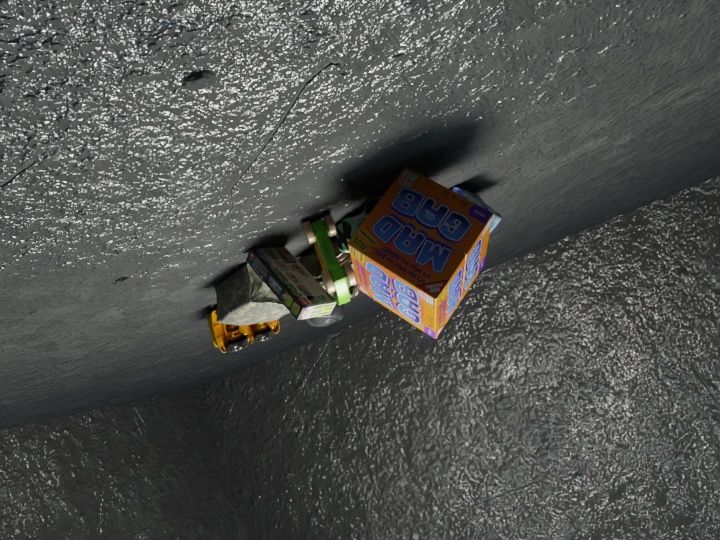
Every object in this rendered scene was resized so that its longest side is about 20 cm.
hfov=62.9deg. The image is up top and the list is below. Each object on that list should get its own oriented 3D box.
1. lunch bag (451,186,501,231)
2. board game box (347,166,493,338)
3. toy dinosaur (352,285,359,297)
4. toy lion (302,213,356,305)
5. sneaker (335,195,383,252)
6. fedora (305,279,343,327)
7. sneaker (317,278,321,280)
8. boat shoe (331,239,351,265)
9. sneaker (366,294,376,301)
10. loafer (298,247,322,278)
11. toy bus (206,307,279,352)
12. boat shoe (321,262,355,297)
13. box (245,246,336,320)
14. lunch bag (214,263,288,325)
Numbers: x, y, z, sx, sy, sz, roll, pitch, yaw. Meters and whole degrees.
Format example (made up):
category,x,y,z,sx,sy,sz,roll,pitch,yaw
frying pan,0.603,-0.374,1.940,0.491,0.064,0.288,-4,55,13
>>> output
category,x,y,z,sx,sy,sz,roll,pitch,yaw
lunch bag,0.240,-0.090,1.471,0.201,0.128,0.169,-51,156,18
board game box,0.119,-0.031,1.154,0.201,0.198,0.201,-53,159,-18
toy dinosaur,0.000,0.000,1.506,0.201,0.076,0.103,-53,-174,45
toy lion,-0.066,-0.012,1.283,0.067,0.203,0.193,-19,151,-7
sneaker,0.041,-0.102,1.327,0.138,0.079,0.199,-9,165,-42
fedora,-0.106,0.096,1.601,0.195,0.094,0.201,-12,160,-4
sneaker,-0.117,0.008,1.659,0.196,0.077,0.105,-20,-174,16
boat shoe,-0.031,-0.053,1.462,0.070,0.071,0.200,-37,177,10
sneaker,0.067,0.052,1.593,0.068,0.106,0.202,-62,-172,8
loafer,-0.119,-0.010,1.500,0.068,0.077,0.200,-20,170,-22
toy bus,-0.368,0.160,1.788,0.196,0.139,0.191,-17,-177,-28
boat shoe,-0.040,0.037,1.431,0.200,0.067,0.072,-38,174,24
box,-0.153,0.023,1.292,0.109,0.200,0.035,-5,133,-51
lunch bag,-0.240,0.066,1.480,0.197,0.120,0.163,11,152,-41
